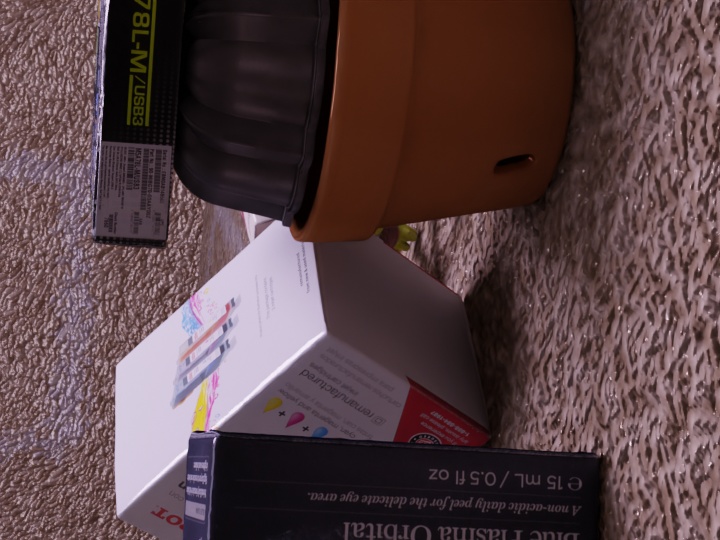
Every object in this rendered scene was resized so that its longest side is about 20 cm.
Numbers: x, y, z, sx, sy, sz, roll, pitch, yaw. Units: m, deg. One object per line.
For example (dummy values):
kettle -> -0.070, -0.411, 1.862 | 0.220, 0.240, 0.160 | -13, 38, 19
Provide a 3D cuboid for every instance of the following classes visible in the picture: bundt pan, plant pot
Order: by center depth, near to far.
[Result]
plant pot -> 0.038, -0.110, 0.939 | 0.200, 0.140, 0.200 | -175, 90, -79
bundt pan -> -0.070, -0.128, 0.943 | 0.202, 0.076, 0.202 | -175, 90, -79

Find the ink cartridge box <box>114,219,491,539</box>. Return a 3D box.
ink cartridge box -> -0.044, 0.084, 1.050 | 0.200, 0.145, 0.145 | -41, 33, 25

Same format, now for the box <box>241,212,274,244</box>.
box -> -0.066, -0.122, 1.392 | 0.128, 0.109, 0.200 | 96, 157, -72

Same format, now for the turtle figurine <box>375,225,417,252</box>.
turtle figurine -> 0.000, 0.000, 1.181 | 0.161, 0.064, 0.200 | -61, -26, -53

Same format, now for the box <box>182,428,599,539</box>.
box -> 0.009, 0.185, 0.820 | 0.117, 0.196, 0.200 | 154, 120, -76

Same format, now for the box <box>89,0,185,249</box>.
box -> -0.126, -0.126, 0.912 | 0.193, 0.047, 0.200 | -126, 41, -78
